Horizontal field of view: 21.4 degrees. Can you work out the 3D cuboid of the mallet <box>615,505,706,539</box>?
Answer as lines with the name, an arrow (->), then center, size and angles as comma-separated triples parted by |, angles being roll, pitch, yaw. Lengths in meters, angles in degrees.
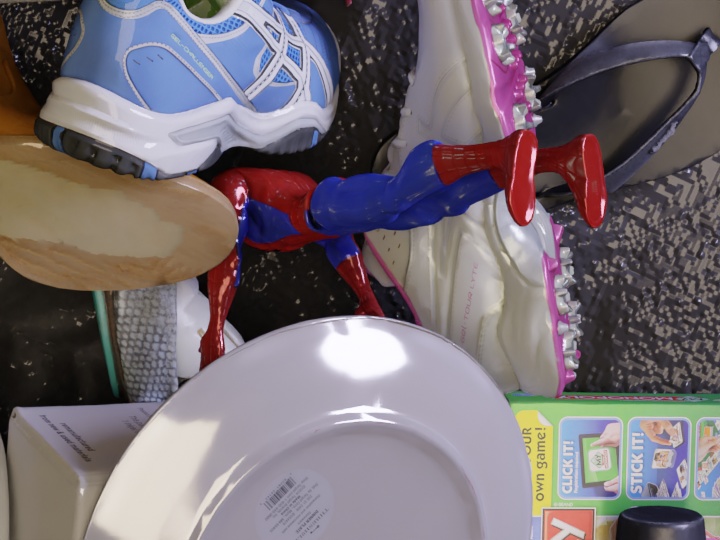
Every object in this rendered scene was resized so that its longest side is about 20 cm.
mallet -> 0.206, 0.147, 0.842 | 0.199, 0.041, 0.066 | 8, 95, -8

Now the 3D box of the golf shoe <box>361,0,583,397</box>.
golf shoe -> 0.035, -0.039, 0.795 | 0.091, 0.075, 0.201 | -9, 98, 15

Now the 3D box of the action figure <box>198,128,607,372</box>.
action figure -> 0.000, 0.000, 0.752 | 0.065, 0.200, 0.099 | 3, 87, -45

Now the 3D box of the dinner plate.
dinner plate -> -0.013, 0.115, 0.726 | 0.199, 0.024, 0.201 | -9, 109, -28

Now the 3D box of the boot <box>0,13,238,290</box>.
boot -> -0.148, -0.067, 0.779 | 0.200, 0.144, 0.071 | 8, 128, -10

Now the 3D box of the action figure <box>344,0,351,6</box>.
action figure -> -0.007, -0.164, 0.754 | 0.133, 0.200, 0.149 | -17, 58, -7

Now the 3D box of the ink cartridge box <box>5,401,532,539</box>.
ink cartridge box -> -0.042, 0.132, 0.779 | 0.199, 0.084, 0.146 | 0, 105, -30

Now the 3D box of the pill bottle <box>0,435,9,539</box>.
pill bottle -> -0.242, 0.103, 0.736 | 0.199, 0.112, 0.113 | 2, 97, -20

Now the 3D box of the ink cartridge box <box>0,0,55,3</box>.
ink cartridge box -> -0.189, -0.163, 0.766 | 0.199, 0.059, 0.104 | -3, 121, 2

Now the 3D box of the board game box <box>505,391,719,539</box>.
board game box -> 0.128, 0.156, 0.869 | 0.134, 0.029, 0.201 | 0, 96, -4

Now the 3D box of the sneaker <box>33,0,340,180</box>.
sneaker -> -0.052, -0.090, 0.748 | 0.075, 0.200, 0.077 | 20, 109, 13

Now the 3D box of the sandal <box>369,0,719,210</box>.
sandal -> 0.101, -0.063, 0.835 | 0.200, 0.043, 0.076 | -28, 97, 1

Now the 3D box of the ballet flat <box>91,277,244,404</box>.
ballet flat -> -0.081, 0.057, 0.829 | 0.072, 0.072, 0.201 | -3, 101, -2
